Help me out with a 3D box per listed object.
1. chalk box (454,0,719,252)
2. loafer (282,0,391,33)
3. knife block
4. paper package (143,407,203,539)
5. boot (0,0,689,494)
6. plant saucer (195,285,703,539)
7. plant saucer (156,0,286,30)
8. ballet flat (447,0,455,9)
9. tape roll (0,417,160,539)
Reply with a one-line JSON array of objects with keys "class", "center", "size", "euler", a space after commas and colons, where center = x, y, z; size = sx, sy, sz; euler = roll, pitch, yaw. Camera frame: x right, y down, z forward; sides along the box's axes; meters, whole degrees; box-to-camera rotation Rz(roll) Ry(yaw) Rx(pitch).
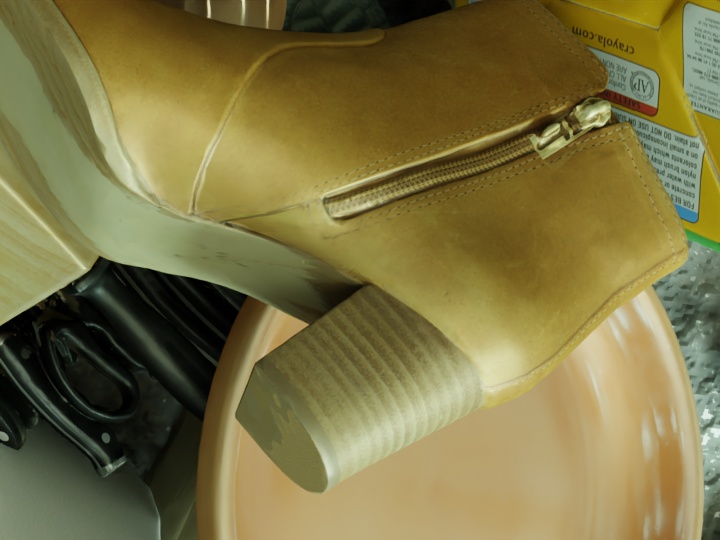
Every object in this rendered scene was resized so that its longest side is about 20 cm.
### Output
[{"class": "chalk box", "center": [0.139, -0.107, 0.703], "size": [0.200, 0.125, 0.124], "euler": [-26, 127, -37]}, {"class": "loafer", "center": [0.000, 0.000, 0.749], "size": [0.075, 0.070, 0.201], "euler": [-21, 96, -38]}, {"class": "knife block", "center": [-0.101, -0.033, 0.663], "size": [0.175, 0.064, 0.200], "euler": [14, 133, 12]}, {"class": "paper package", "center": [-0.001, 0.150, 0.841], "size": [0.199, 0.104, 0.191], "euler": [22, 111, -19]}, {"class": "boot", "center": [-0.012, -0.048, 0.628], "size": [0.144, 0.071, 0.201], "euler": [-34, 81, -27]}, {"class": "plant saucer", "center": [0.027, 0.067, 0.694], "size": [0.200, 0.037, 0.201], "euler": [3, 85, -40]}, {"class": "plant saucer", "center": [-0.120, -0.101, 0.677], "size": [0.200, 0.032, 0.201], "euler": [12, 134, 13]}, {"class": "ballet flat", "center": [0.032, -0.106, 0.741], "size": [0.074, 0.074, 0.201], "euler": [-6, 114, -7]}, {"class": "tape roll", "center": [-0.151, 0.139, 0.753], "size": [0.071, 0.203, 0.203], "euler": [32, 107, -22]}]
